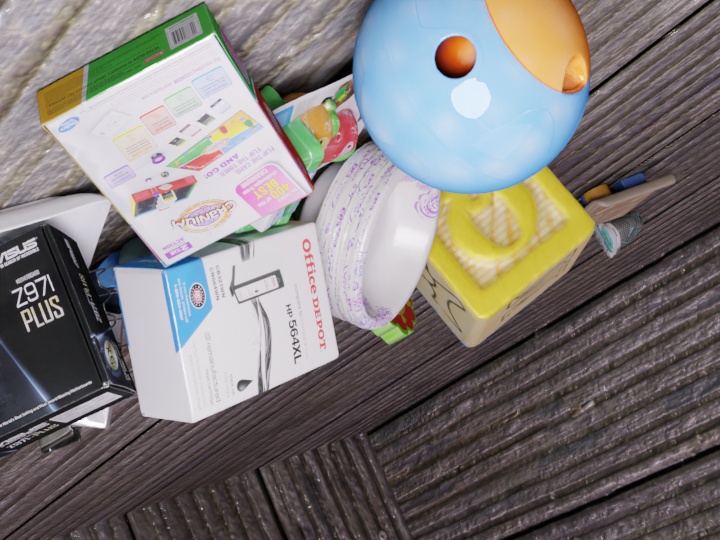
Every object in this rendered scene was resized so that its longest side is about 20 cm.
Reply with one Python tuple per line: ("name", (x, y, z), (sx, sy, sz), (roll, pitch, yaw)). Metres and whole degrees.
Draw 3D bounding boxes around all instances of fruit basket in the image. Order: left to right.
("fruit basket", (-0.050, -0.120, 1.160), (0.199, 0.094, 0.185), (-26, 163, -34))

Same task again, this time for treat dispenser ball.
("treat dispenser ball", (0.093, -0.165, 1.005), (0.200, 0.202, 0.201), (-24, 167, -6))

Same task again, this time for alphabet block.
("alphabet block", (0.161, -0.043, 1.557), (0.196, 0.196, 0.200), (-40, 170, -8))

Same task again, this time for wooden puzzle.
("wooden puzzle", (0.443, -0.122, 2.171), (0.184, 0.047, 0.200), (-19, 170, -27))

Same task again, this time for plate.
("plate", (-0.349, -0.013, 1.156), (0.198, 0.033, 0.200), (-20, 166, -26))

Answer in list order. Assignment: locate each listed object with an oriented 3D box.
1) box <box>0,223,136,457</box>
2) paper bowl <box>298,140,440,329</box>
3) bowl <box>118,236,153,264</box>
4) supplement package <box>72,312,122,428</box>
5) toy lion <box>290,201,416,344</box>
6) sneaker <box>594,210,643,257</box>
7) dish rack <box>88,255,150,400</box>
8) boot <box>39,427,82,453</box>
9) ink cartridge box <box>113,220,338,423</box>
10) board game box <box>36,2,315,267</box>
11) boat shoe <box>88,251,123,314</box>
("box", (-0.333, 0.078, 1.108), (0.199, 0.165, 0.086), (-25, 167, 2))
("paper bowl", (0.002, -0.045, 1.333), (0.201, 0.104, 0.202), (-46, 148, -42))
("bowl", (-0.153, 0.019, 1.296), (0.105, 0.202, 0.200), (-36, 164, 18))
("supplement package", (-0.327, 0.108, 1.321), (0.119, 0.122, 0.200), (8, 171, -10))
("toy lion", (0.000, 0.000, 1.495), (0.068, 0.193, 0.200), (-29, 166, 19))
("sneaker", (0.512, -0.077, 2.363), (0.091, 0.078, 0.200), (-30, 179, 5))
("dish rack", (-0.249, 0.065, 1.190), (0.198, 0.155, 0.055), (-12, -178, 1))
("boot", (-0.424, 0.176, 1.535), (0.199, 0.131, 0.068), (-27, 166, 9))
("ink cartridge box", (-0.124, 0.043, 1.157), (0.084, 0.147, 0.199), (1, -165, 43))
("board game box", (-0.145, -0.102, 0.982), (0.152, 0.041, 0.200), (-26, 140, 5))
("boat shoe", (-0.250, 0.015, 1.345), (0.068, 0.085, 0.200), (-34, 159, 17))
